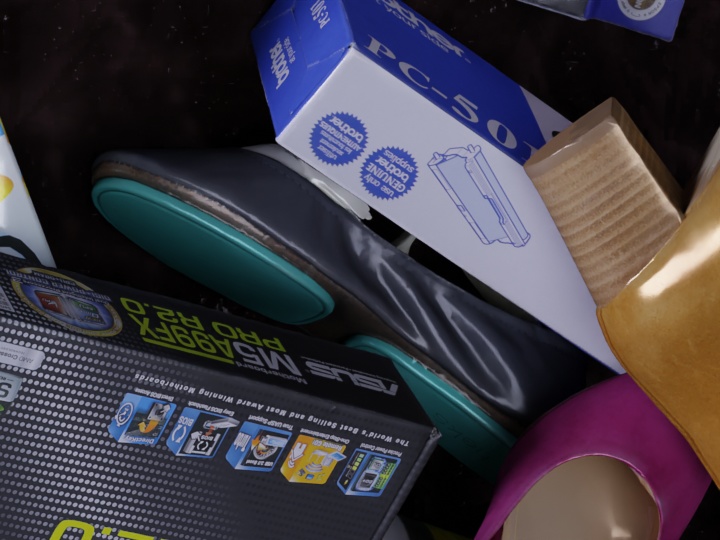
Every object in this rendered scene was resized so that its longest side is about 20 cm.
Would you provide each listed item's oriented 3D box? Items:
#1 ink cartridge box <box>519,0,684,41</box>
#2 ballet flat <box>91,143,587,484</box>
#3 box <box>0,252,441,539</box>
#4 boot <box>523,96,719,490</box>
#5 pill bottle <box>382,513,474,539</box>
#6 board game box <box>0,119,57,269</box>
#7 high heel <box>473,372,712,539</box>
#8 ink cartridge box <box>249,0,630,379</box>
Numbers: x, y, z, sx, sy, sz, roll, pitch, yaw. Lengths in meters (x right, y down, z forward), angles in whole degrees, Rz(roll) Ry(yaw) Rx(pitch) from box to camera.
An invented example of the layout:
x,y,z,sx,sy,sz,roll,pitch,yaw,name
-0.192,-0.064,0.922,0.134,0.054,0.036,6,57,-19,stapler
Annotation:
x,y,z,sx,sy,sz,roll,pitch,yaw,name
0.038,-0.146,0.965,0.199,0.037,0.095,14,100,-21,ink cartridge box
0.000,0.000,0.981,0.200,0.073,0.073,35,93,-16,ballet flat
-0.096,0.081,0.874,0.200,0.044,0.160,17,112,-33,box
0.164,-0.024,0.886,0.201,0.071,0.144,-34,99,19,boot
0.066,0.165,1.015,0.200,0.114,0.115,21,98,-20,pill bottle
-0.163,-0.028,0.900,0.103,0.105,0.200,-22,110,-10,board game box
0.062,0.105,0.898,0.067,0.096,0.200,46,78,-14,high heel
0.056,-0.024,0.967,0.200,0.094,0.044,34,108,-21,ink cartridge box
